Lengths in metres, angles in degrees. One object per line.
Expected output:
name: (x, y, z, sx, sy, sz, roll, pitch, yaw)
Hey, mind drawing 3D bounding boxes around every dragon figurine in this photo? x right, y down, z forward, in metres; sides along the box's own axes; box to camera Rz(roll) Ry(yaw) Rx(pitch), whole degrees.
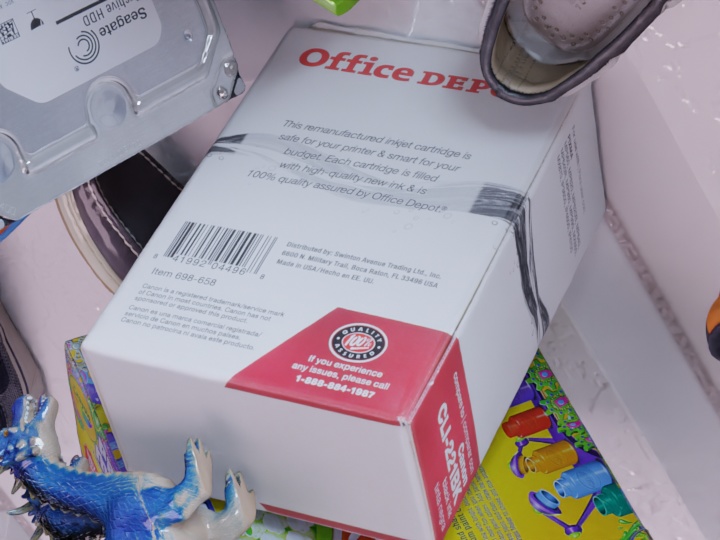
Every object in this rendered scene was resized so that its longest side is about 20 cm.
dragon figurine: (-0.088, 0.129, 0.882, 0.099, 0.201, 0.059, -26, 144, 17)

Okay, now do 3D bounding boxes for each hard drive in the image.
hard drive: (-0.137, -0.133, 0.917, 0.038, 0.139, 0.201, 0, 116, 51)

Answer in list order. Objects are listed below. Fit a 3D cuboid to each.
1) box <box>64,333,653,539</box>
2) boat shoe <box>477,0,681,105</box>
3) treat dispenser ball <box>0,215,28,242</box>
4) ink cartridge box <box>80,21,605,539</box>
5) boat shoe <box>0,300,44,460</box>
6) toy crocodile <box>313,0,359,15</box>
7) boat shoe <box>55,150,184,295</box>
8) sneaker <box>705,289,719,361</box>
box: (-0.004, 0.109, 1.007, 0.123, 0.191, 0.201, 89, 160, -48)
boat shoe: (0.102, -0.133, 0.861, 0.074, 0.060, 0.200, 37, 140, -5)
treat dispenser ball: (-0.218, -0.090, 1.003, 0.199, 0.201, 0.202, 18, 138, 17)
ink cartridge box: (0.000, 0.000, 0.956, 0.143, 0.201, 0.084, 11, 140, 24)
boat shoe: (-0.229, 0.048, 1.235, 0.074, 0.093, 0.201, 11, 135, 24)
toy crocodile: (0.032, -0.168, 0.871, 0.067, 0.062, 0.200, 40, 139, -10)
boat shoe: (-0.066, 0.003, 1.106, 0.064, 0.072, 0.200, -16, 125, 36)
sneaker: (0.211, -0.004, 0.881, 0.078, 0.112, 0.200, 42, 139, -13)
